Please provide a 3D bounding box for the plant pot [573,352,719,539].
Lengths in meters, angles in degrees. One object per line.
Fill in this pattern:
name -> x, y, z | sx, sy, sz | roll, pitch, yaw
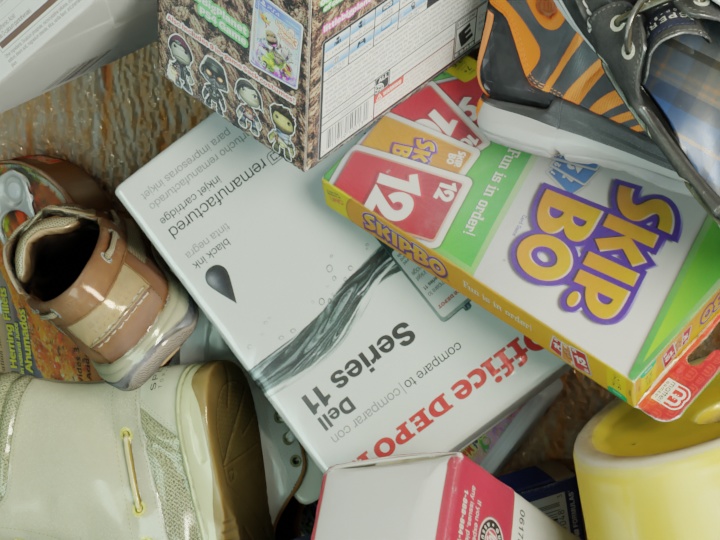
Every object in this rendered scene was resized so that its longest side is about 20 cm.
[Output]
plant pot -> 0.186, 0.139, 1.121 | 0.201, 0.201, 0.189 | -12, 106, 39

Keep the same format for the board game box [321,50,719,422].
board game box -> 0.087, -0.018, 1.138 | 0.200, 0.096, 0.030 | 35, 158, 24

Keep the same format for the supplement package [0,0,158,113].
supplement package -> -0.133, -0.168, 1.222 | 0.156, 0.200, 0.111 | -33, 89, 41

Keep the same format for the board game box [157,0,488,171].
board game box -> -0.003, -0.174, 1.115 | 0.097, 0.159, 0.200 | 34, 143, 26

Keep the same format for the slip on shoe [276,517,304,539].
slip on shoe -> -0.079, 0.199, 1.429 | 0.074, 0.061, 0.200 | 45, 135, 13

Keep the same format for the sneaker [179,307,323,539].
sneaker -> -0.046, 0.072, 1.323 | 0.085, 0.073, 0.200 | 6, 106, 19

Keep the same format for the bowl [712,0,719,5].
bowl -> 0.204, -0.190, 1.006 | 0.201, 0.105, 0.201 | 2, 98, 17

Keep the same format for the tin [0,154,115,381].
tin -> -0.176, 0.033, 1.440 | 0.112, 0.042, 0.200 | 1, 103, 32

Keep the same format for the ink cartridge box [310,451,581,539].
ink cartridge box -> 0.059, 0.190, 1.175 | 0.086, 0.148, 0.200 | -13, 146, 37

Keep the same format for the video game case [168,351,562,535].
video game case -> -0.008, 0.066, 1.354 | 0.182, 0.024, 0.200 | 43, 128, 12

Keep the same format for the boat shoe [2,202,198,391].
boat shoe -> -0.141, -0.005, 1.289 | 0.072, 0.076, 0.200 | 41, 176, -25

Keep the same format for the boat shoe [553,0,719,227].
boat shoe -> 0.128, -0.083, 1.014 | 0.070, 0.066, 0.200 | -29, 81, 10

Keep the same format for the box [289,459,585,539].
box -> 0.022, 0.180, 1.281 | 0.032, 0.200, 0.121 | -148, 45, -64

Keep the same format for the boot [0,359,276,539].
boot -> -0.123, 0.145, 1.297 | 0.155, 0.072, 0.200 | -2, 99, 24

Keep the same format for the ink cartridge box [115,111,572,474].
ink cartridge box -> 0.000, 0.000, 1.237 | 0.147, 0.083, 0.200 | -38, 86, 2

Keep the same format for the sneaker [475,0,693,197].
sneaker -> 0.138, -0.096, 1.078 | 0.200, 0.078, 0.112 | 13, 111, 26
